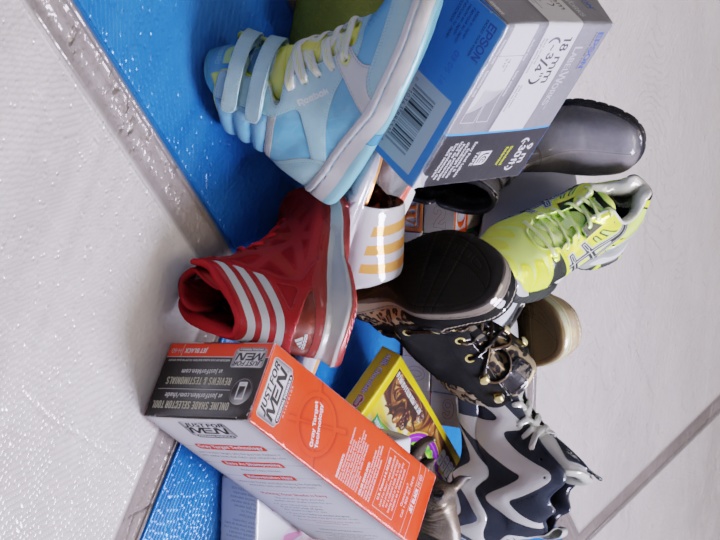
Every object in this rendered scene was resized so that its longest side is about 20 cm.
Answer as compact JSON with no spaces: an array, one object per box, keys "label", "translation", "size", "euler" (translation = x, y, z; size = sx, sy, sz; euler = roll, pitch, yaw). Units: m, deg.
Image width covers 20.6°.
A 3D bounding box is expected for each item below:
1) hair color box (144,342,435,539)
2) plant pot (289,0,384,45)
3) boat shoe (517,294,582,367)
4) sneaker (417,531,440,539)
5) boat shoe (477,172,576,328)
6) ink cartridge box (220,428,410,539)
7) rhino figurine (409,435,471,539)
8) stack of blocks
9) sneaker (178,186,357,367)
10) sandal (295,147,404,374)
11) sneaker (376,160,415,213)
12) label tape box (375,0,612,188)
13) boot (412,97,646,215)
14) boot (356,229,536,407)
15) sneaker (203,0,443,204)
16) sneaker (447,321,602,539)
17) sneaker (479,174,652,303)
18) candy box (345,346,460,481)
[{"label":"hair color box","translation":[-0.045,0.122,1.377],"size":[0.200,0.101,0.062],"euler":[42,58,-42]},{"label":"plant pot","translation":[0.034,-0.223,1.457],"size":[0.201,0.186,0.187],"euler":[-61,151,-9]},{"label":"boat shoe","translation":[0.158,0.045,1.761],"size":[0.200,0.064,0.073],"euler":[178,-94,-74]},{"label":"sneaker","translation":[-0.001,0.247,1.487],"size":[0.199,0.074,0.085],"euler":[-8,111,-44]},{"label":"boat shoe","translation":[0.127,-0.015,1.681],"size":[0.057,0.068,0.201],"euler":[93,23,-49]},{"label":"ink cartridge box","translation":[-0.034,0.236,1.522],"size":[0.196,0.043,0.202],"euler":[-11,106,-54]},{"label":"rhino figurine","translation":[0.045,0.221,1.623],"size":[0.060,0.087,0.202],"euler":[-19,128,-45]},{"label":"stack of blocks","translation":[0.074,0.029,1.714],"size":[0.115,0.058,0.202],"euler":[-21,116,-62]},{"label":"sneaker","translation":[-0.069,-0.012,1.386],"size":[0.200,0.114,0.079],"euler":[-108,-148,-63]},{"label":"sandal","translation":[0.000,-0.003,1.481],"size":[0.079,0.059,0.208],"euler":[-94,-161,-64]},{"label":"sneaker","translation":[0.029,-0.115,1.517],"size":[0.082,0.077,0.201],"euler":[26,93,-51]},{"label":"label tape box","translation":[0.112,-0.141,1.443],"size":[0.199,0.063,0.145],"euler":[-10,138,-50]},{"label":"boot","translation":[0.127,-0.086,1.638],"size":[0.132,0.198,0.070],"euler":[-55,142,-51]},{"label":"boot","translation":[0.081,0.042,1.523],"size":[0.150,0.199,0.074],"euler":[39,64,-30]},{"label":"sneaker","translation":[-0.033,-0.138,1.328],"size":[0.200,0.130,0.080],"euler":[-57,-174,44]},{"label":"sneaker","translation":[0.147,0.136,1.675],"size":[0.079,0.128,0.201],"euler":[20,79,-65]},{"label":"sneaker","translation":[0.160,-0.035,1.596],"size":[0.199,0.075,0.077],"euler":[-26,157,-47]},{"label":"candy box","translation":[0.027,0.156,1.658],"size":[0.103,0.026,0.200],"euler":[-52,145,-16]}]
